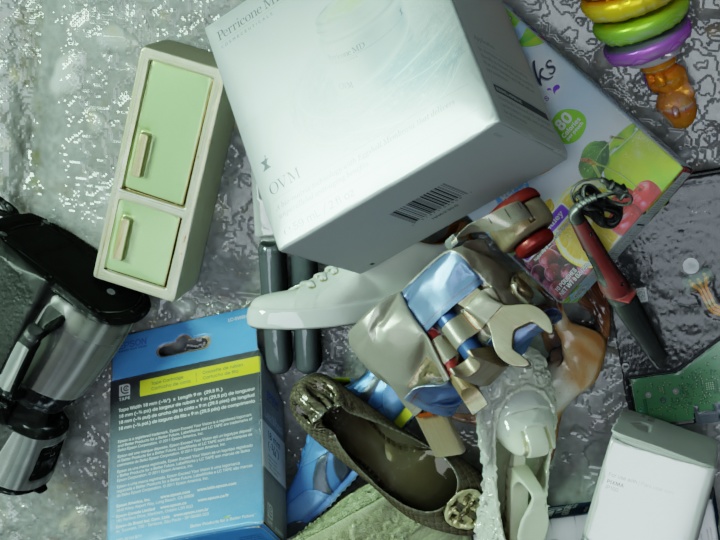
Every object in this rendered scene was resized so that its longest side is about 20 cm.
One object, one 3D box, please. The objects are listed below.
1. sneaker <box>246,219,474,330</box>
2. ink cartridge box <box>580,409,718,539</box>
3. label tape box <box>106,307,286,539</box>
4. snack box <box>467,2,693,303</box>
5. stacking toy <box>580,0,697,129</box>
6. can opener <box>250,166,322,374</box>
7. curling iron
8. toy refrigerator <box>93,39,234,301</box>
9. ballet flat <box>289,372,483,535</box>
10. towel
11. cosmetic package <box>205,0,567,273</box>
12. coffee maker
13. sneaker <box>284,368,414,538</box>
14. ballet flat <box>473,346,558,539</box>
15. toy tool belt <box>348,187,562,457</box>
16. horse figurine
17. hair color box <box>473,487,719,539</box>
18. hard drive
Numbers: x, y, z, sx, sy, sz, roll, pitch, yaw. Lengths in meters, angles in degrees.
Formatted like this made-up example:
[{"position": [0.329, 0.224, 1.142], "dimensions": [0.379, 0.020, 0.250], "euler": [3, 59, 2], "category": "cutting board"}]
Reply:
[{"position": [0.000, 0.000, 1.295], "dimensions": [0.199, 0.073, 0.085], "euler": [-10, 94, -15], "category": "sneaker"}, {"position": [0.207, 0.220, 1.214], "dimensions": [0.082, 0.146, 0.201], "euler": [16, 96, 12], "category": "ink cartridge box"}, {"position": [-0.140, 0.145, 1.367], "dimensions": [0.144, 0.063, 0.201], "euler": [-12, 59, 15], "category": "label tape box"}, {"position": [0.136, -0.092, 1.245], "dimensions": [0.200, 0.053, 0.142], "euler": [45, 105, 15], "category": "snack box"}, {"position": [0.214, -0.197, 1.214], "dimensions": [0.109, 0.116, 0.201], "euler": [-18, 112, 16], "category": "stacking toy"}, {"position": [-0.064, -0.007, 1.331], "dimensions": [0.052, 0.066, 0.201], "euler": [0, 108, 11], "category": "can opener"}, {"position": [0.202, 0.008, 1.204], "dimensions": [0.049, 0.026, 0.200], "euler": [-26, 127, 2], "category": "curling iron"}, {"position": [-0.159, -0.083, 1.327], "dimensions": [0.076, 0.070, 0.201], "euler": [17, 107, 8], "category": "toy refrigerator"}, {"position": [0.026, 0.152, 1.289], "dimensions": [0.200, 0.046, 0.067], "euler": [38, 93, -8], "category": "ballet flat"}, {"position": [0.009, 0.259, 1.331], "dimensions": [0.200, 0.036, 0.149], "euler": [-31, 105, -21], "category": "towel"}, {"position": [0.016, -0.136, 1.200], "dimensions": [0.199, 0.123, 0.201], "euler": [-30, 67, 24], "category": "cosmetic package"}, {"position": [-0.304, 0.062, 1.377], "dimensions": [0.192, 0.134, 0.200], "euler": [44, 110, 31], "category": "coffee maker"}, {"position": [-0.018, 0.139, 1.353], "dimensions": [0.078, 0.066, 0.200], "euler": [41, 106, 3], "category": "sneaker"}, {"position": [0.130, 0.154, 1.260], "dimensions": [0.071, 0.072, 0.201], "euler": [3, 102, 12], "category": "ballet flat"}, {"position": [0.094, 0.044, 1.195], "dimensions": [0.200, 0.125, 0.123], "euler": [-43, 76, 30], "category": "toy tool belt"}, {"position": [0.143, 0.080, 1.304], "dimensions": [0.132, 0.050, 0.200], "euler": [33, 100, -12], "category": "horse figurine"}, {"position": [0.201, 0.244, 1.324], "dimensions": [0.199, 0.061, 0.100], "euler": [-9, 91, 14], "category": "hair color box"}, {"position": [0.269, 0.022, 1.275], "dimensions": [0.139, 0.038, 0.201], "euler": [-10, 100, 14], "category": "hard drive"}]
